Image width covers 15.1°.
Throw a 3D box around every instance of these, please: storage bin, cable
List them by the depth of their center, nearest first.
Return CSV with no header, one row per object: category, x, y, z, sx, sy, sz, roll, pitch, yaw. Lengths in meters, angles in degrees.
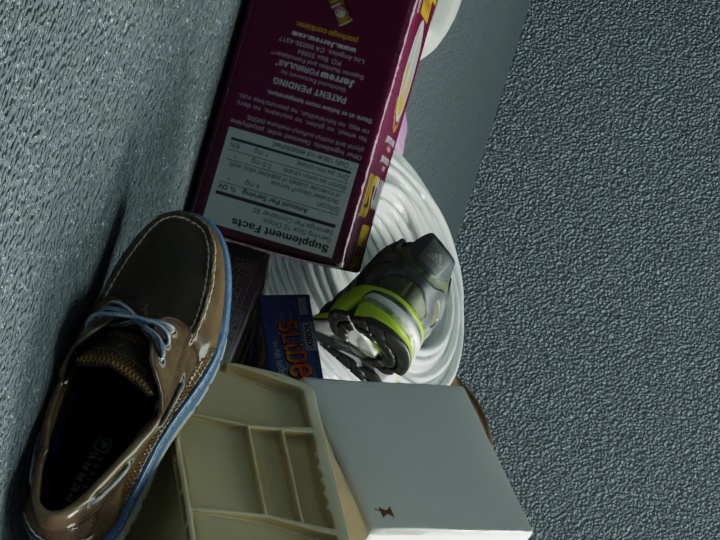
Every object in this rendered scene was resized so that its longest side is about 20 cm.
storage bin,-0.091,0.181,1.483,0.199,0.093,0.200,-105,-146,-56
cable,0.000,0.000,1.906,0.200,0.069,0.201,23,56,-55

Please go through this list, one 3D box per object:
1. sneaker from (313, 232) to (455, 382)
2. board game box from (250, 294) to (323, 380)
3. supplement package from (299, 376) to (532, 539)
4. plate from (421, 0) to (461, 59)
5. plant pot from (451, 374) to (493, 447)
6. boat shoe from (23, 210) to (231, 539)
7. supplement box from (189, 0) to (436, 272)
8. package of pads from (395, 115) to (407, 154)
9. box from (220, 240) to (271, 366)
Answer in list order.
sneaker,0.020,0.026,1.722,0.081,0.074,0.200,-50,-175,-12
board game box,-0.049,0.131,1.723,0.200,0.034,0.136,99,-15,-47
supplement package,-0.009,0.172,1.587,0.200,0.117,0.117,-58,-139,36
plate,0.035,-0.206,1.946,0.200,0.032,0.200,-30,-144,58
plant pot,0.002,0.118,2.229,0.198,0.200,0.201,74,31,-63
boat shoe,-0.117,0.053,1.399,0.072,0.072,0.200,86,20,-69
supplement box,-0.026,-0.107,1.689,0.131,0.103,0.201,3,103,-86
package of pads,-0.023,-0.034,2.049,0.121,0.075,0.201,81,25,-80
box,-0.111,0.104,1.711,0.159,0.048,0.200,98,9,-50
